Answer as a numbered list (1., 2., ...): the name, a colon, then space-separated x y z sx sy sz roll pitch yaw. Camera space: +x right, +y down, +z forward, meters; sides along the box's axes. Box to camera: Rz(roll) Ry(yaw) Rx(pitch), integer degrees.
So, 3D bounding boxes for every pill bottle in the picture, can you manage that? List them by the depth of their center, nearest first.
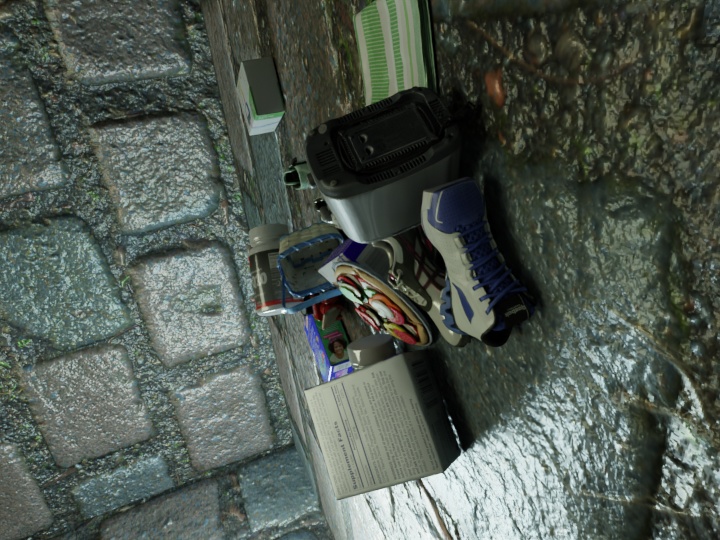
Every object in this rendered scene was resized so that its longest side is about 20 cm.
1. pill bottle: 0.039 0.230 0.973 0.114 0.113 0.202 -171 67 -71
2. pill bottle: -0.205 -0.001 1.225 0.114 0.113 0.202 141 119 -71

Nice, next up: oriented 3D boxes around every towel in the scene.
1. towel: 0.041 -0.286 0.688 0.200 0.023 0.154 -147 45 -65

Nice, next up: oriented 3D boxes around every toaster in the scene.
1. toaster: 0.038 -0.119 0.603 0.129 0.198 0.114 70 176 -60

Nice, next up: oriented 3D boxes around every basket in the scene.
1. basket: -0.090 -0.007 1.102 0.201 0.175 0.140 -106 -4 -52

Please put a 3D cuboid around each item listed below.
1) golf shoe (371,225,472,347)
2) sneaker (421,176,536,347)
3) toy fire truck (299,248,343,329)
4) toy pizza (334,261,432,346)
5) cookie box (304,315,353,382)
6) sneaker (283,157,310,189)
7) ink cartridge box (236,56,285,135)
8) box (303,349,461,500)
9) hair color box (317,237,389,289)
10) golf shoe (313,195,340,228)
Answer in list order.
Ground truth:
1. golf shoe: 0.084 0.020 0.709 0.077 0.087 0.201 112 138 -60
2. sneaker: 0.137 0.002 0.560 0.115 0.080 0.201 36 145 58
3. toy fire truck: -0.090 0.051 1.248 0.199 0.128 0.178 22 126 54
4. toy pizza: 0.030 0.063 0.838 0.200 0.032 0.201 37 162 14
5. cookie box: -0.087 0.195 1.406 0.172 0.075 0.201 102 148 -56
6. sneaker: -0.112 -0.219 1.064 0.200 0.117 0.074 -137 34 -62
7. ink cartridge box: -0.278 -0.475 1.423 0.200 0.087 0.147 -179 74 -74
8. box: 0.034 0.250 0.846 0.105 0.199 0.186 7 -118 -64
9. hair color box: 0.000 0.000 0.913 0.109 0.065 0.200 40 165 -7
10. golf shoe: -0.018 -0.089 0.920 0.200 0.096 0.079 -133 34 -53
